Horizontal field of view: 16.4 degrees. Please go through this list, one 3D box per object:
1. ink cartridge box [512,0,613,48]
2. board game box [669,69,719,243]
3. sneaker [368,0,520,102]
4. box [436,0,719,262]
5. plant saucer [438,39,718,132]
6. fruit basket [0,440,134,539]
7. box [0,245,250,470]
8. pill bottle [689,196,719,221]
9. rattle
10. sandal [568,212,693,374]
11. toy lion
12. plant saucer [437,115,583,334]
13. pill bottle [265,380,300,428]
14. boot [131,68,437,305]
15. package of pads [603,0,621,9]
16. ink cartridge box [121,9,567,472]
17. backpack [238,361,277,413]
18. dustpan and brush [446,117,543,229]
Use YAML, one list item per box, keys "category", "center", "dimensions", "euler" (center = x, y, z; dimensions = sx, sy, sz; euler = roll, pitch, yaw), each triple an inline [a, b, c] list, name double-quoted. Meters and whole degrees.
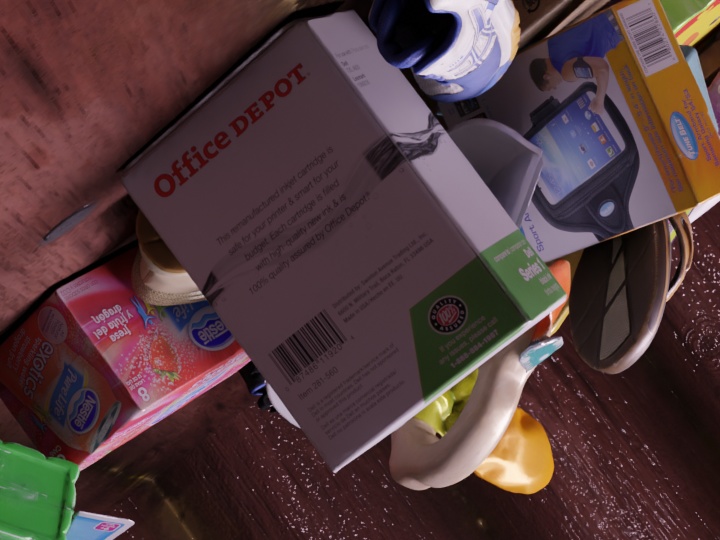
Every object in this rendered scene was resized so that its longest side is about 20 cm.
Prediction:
- category: "ink cartridge box"
  center: [0.153, -0.215, 1.396]
  dimensions: [0.200, 0.075, 0.165]
  euler: [-39, 176, 28]
- category: "board game box"
  center: [0.226, -0.086, 1.619]
  dimensions: [0.201, 0.032, 0.120]
  euler: [-57, 173, 1]
- category: "sneaker"
  center: [0.035, -0.134, 1.295]
  dimensions: [0.088, 0.075, 0.200]
  euler: [-44, 166, -19]
- category: "box"
  center: [0.119, -0.073, 1.428]
  dimensions: [0.041, 0.120, 0.200]
  euler: [-26, -179, -37]
- category: "plant saucer"
  center: [0.113, -0.111, 1.486]
  dimensions: [0.199, 0.070, 0.019]
  euler: [9, -129, 31]
- category: "fruit basket"
  center: [-0.264, 0.171, 1.550]
  dimensions: [0.200, 0.184, 0.094]
  euler: [-42, -145, 44]
- category: "box"
  center: [-0.135, 0.041, 1.618]
  dimensions: [0.103, 0.095, 0.200]
  euler: [-40, 175, 38]
- category: "pill bottle"
  center: [0.204, -0.135, 1.785]
  dimensions: [0.114, 0.201, 0.114]
  euler: [-37, 176, -3]
- category: "rattle"
  center: [0.114, 0.078, 1.566]
  dimensions: [0.200, 0.143, 0.131]
  euler: [-41, -163, 39]
- category: "sandal"
  center: [0.165, -0.013, 1.482]
  dimensions: [0.082, 0.054, 0.201]
  euler: [-49, -160, 30]
- category: "toy lion"
  center: [0.173, -0.132, 1.559]
  dimensions: [0.200, 0.069, 0.192]
  euler: [-39, 173, -3]
- category: "plant saucer"
  center: [0.108, -0.053, 1.693]
  dimensions: [0.200, 0.199, 0.049]
  euler: [-53, 143, -16]
- category: "pill bottle"
  center: [0.000, 0.000, 1.589]
  dimensions: [0.113, 0.113, 0.201]
  euler: [-41, -151, 43]
- category: "boot"
  center: [-0.051, -0.049, 1.508]
  dimensions: [0.199, 0.073, 0.155]
  euler: [-35, 175, -13]
- category: "package of pads"
  center: [0.129, -0.178, 1.580]
  dimensions: [0.200, 0.076, 0.120]
  euler: [-39, 175, 23]
- category: "ink cartridge box"
  center: [-0.009, -0.019, 1.338]
  dimensions: [0.146, 0.201, 0.084]
  euler: [-38, 176, 24]
- category: "backpack"
  center: [-0.008, 0.008, 1.873]
  dimensions: [0.199, 0.135, 0.183]
  euler: [-30, 174, 5]
- category: "dustpan and brush"
  center: [0.042, -0.035, 1.454]
  dimensions: [0.200, 0.057, 0.140]
  euler: [-113, -137, -74]
